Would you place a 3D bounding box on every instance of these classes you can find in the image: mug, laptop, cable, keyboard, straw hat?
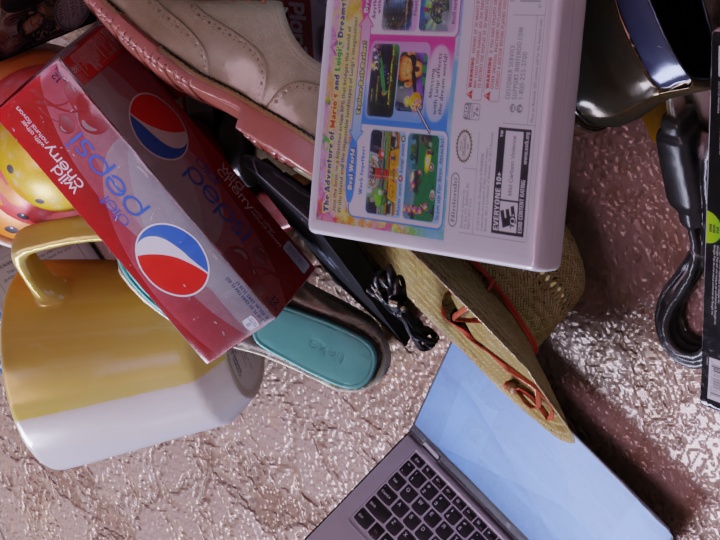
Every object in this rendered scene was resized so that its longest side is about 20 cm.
[{"bbox_3d":[-0.157,0.054,1.320,0.152,0.187,0.151,-8,76,16],"label":"mug"},{"bbox_3d":[0.067,0.178,1.208,0.187,0.200,0.116,45,180,18],"label":"laptop"},{"bbox_3d":[0.194,-0.032,1.017,0.097,0.050,0.201,15,135,36],"label":"cable"},{"bbox_3d":[0.000,0.000,1.160,0.127,0.021,0.200,42,176,26],"label":"keyboard"},{"bbox_3d":[0.080,-0.001,1.099,0.201,0.085,0.201,46,175,5],"label":"straw hat"}]

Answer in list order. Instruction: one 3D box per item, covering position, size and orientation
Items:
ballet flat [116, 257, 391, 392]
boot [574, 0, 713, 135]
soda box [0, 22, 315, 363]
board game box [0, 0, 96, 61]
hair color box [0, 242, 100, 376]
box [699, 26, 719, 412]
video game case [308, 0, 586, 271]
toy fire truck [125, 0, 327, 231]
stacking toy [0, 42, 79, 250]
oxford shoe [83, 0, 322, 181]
[{"bbox_3d":[-0.071,0.020,1.250,0.199,0.062,0.068,30,108,-4],"label":"ballet flat"},{"bbox_3d":[0.126,-0.172,0.955,0.097,0.074,0.202,-4,98,48],"label":"boot"},{"bbox_3d":[-0.122,-0.047,1.142,0.070,0.063,0.200,-32,102,36],"label":"soda box"},{"bbox_3d":[-0.239,-0.239,1.264,0.034,0.135,0.201,28,132,32],"label":"board game box"},{"bbox_3d":[-0.271,-0.014,1.464,0.201,0.100,0.061,55,142,6],"label":"hair color box"},{"bbox_3d":[0.211,-0.037,0.927,0.035,0.110,0.201,20,127,37],"label":"box"},{"bbox_3d":[0.042,-0.110,0.968,0.181,0.024,0.202,11,97,51],"label":"video game case"},{"bbox_3d":[-0.054,-0.110,1.180,0.167,0.112,0.201,11,123,21],"label":"toy fire truck"},{"bbox_3d":[-0.203,-0.085,1.268,0.147,0.145,0.200,67,164,-9],"label":"stacking toy"},{"bbox_3d":[-0.078,-0.130,1.088,0.199,0.074,0.071,36,180,2],"label":"oxford shoe"}]
